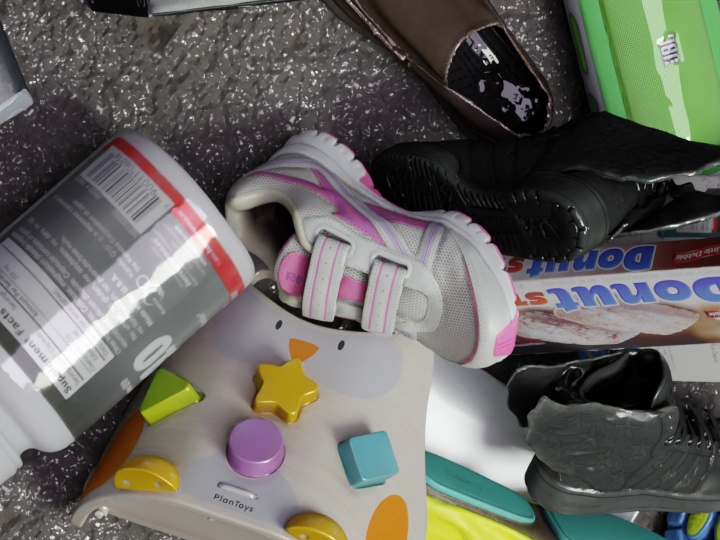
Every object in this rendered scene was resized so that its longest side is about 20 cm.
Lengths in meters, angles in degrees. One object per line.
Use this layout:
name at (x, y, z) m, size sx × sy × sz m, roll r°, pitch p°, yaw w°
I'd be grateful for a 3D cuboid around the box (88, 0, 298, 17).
box at (-0.084, -0.244, 1.446) m, size 0.124 × 0.148 × 0.201 m, roll -9°, pitch 99°, yaw -17°

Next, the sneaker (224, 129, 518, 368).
sneaker at (0.000, 0.000, 1.480) m, size 0.088 × 0.200 × 0.082 m, roll -27°, pitch 136°, yaw -40°

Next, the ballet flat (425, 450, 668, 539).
ballet flat at (0.098, 0.165, 1.576) m, size 0.199 × 0.067 × 0.067 m, roll 21°, pitch 110°, yaw -18°

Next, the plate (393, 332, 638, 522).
plate at (0.051, 0.162, 1.602) m, size 0.199 × 0.032 × 0.201 m, roll 31°, pitch 85°, yaw -20°

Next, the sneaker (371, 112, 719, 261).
sneaker at (0.108, -0.051, 1.498) m, size 0.104 × 0.199 × 0.060 m, roll -32°, pitch 121°, yaw -35°

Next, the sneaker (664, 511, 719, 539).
sneaker at (0.232, 0.187, 1.657) m, size 0.082 × 0.071 × 0.201 m, roll 17°, pitch 86°, yaw -44°

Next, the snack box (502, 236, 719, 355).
snack box at (0.134, 0.016, 1.510) m, size 0.072 × 0.199 × 0.024 m, roll 54°, pitch 41°, yaw -43°

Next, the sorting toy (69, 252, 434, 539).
sorting toy at (-0.043, 0.080, 1.504) m, size 0.199 × 0.107 × 0.181 m, roll 17°, pitch 62°, yaw 9°

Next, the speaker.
speaker at (0.171, -0.134, 1.582) m, size 0.088 × 0.088 × 0.201 m, roll -19°, pitch 102°, yaw -16°

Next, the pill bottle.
pill bottle at (-0.166, 0.026, 1.468) m, size 0.200 × 0.114 × 0.114 m, roll -42°, pitch 107°, yaw -10°

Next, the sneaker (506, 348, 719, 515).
sneaker at (0.169, 0.090, 1.552) m, size 0.199 × 0.060 × 0.105 m, roll -4°, pitch 135°, yaw -25°

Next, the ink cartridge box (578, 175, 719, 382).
ink cartridge box at (0.221, 0.006, 1.545) m, size 0.116 × 0.199 × 0.067 m, roll 70°, pitch 28°, yaw -47°

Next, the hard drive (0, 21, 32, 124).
hard drive at (-0.279, -0.103, 1.394) m, size 0.199 × 0.042 × 0.136 m, roll -25°, pitch 105°, yaw -16°

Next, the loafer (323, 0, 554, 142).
loafer at (0.048, -0.147, 1.544) m, size 0.200 × 0.071 × 0.073 m, roll 42°, pitch 82°, yaw -19°
